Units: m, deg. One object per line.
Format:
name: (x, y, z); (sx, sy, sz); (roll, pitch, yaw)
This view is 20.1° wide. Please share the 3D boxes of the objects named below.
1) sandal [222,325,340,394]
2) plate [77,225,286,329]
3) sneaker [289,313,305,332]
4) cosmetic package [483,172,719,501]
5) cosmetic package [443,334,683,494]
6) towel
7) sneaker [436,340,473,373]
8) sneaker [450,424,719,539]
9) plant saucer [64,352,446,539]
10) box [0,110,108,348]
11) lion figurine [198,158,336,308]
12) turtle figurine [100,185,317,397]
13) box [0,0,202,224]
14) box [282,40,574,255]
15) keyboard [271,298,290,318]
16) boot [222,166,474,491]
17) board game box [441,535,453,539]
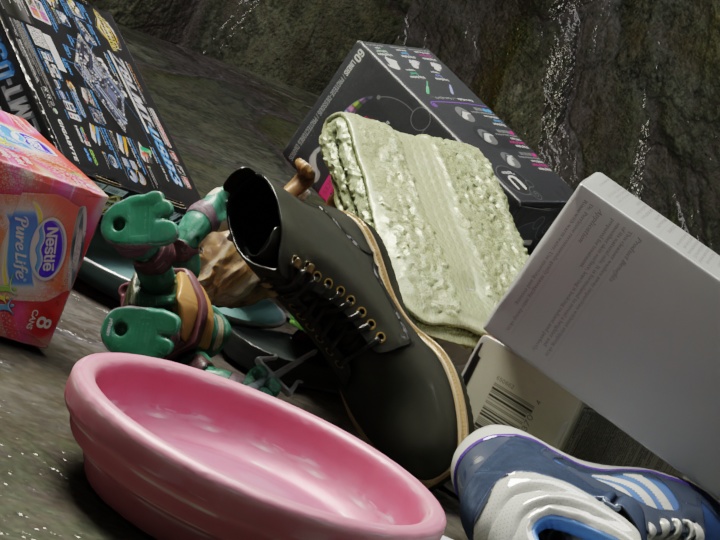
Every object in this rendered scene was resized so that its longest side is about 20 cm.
sandal: (-0.015, 0.056, 1.437); (0.075, 0.048, 0.200); (29, 9, 32)
plate: (-0.149, 0.006, 1.468); (0.199, 0.026, 0.200); (24, 8, -4)
sneaker: (0.000, 0.000, 1.420); (0.076, 0.084, 0.200); (16, 19, 2)
cosmetic package: (0.187, 0.043, 1.216); (0.199, 0.113, 0.081); (37, 15, 6)
cosmetic package: (0.139, 0.110, 1.338); (0.087, 0.104, 0.199); (30, 9, 33)
towel: (0.055, -0.024, 1.396); (0.147, 0.037, 0.201); (11, 43, -33)
sneaker: (0.106, 0.020, 1.481); (0.073, 0.081, 0.199); (29, 30, 28)
sneaker: (0.146, 0.162, 1.133); (0.199, 0.081, 0.147); (23, 14, -18)
plant saucer: (-0.057, 0.104, 1.002); (0.199, 0.051, 0.201); (23, 9, -4)
box: (-0.239, -0.039, 1.238); (0.094, 0.103, 0.200); (19, 8, -29)
lion figurine: (-0.066, -0.013, 1.466); (0.072, 0.123, 0.200); (40, -6, 10)
turtle figurine: (-0.102, 0.024, 1.250); (0.200, 0.100, 0.151); (34, 34, -71)
box: (-0.213, -0.126, 1.495); (0.201, 0.050, 0.198); (63, 17, 19)
box: (0.056, -0.072, 1.602); (0.200, 0.123, 0.106); (46, 26, 25)
keyboard: (-0.027, 0.046, 1.622); (0.199, 0.011, 0.056); (28, 4, 24)
boot: (-0.015, 0.036, 1.239); (0.138, 0.077, 0.201); (29, 25, -58)
board game box: (0.112, 0.197, 0.966); (0.199, 0.026, 0.200); (23, 8, 2)
